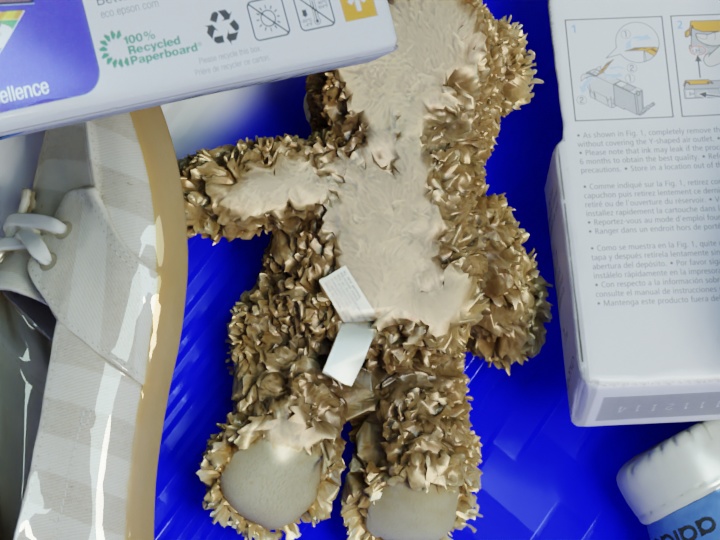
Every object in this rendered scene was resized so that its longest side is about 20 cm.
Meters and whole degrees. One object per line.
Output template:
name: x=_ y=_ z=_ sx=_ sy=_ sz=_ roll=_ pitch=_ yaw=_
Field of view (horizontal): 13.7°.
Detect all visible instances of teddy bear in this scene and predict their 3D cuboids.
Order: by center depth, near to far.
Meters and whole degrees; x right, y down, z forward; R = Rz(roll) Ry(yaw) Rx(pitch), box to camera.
teddy bear: x=0.000 y=0.000 z=1.011 sx=0.145 sy=0.067 sz=0.200 roll=-8 pitch=89 yaw=-15

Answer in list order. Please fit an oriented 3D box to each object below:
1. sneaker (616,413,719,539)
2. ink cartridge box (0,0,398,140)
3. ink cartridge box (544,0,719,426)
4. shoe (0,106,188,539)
sneaker: x=0.198 y=0.074 z=1.064 sx=0.200 sy=0.077 sz=0.111 roll=-27 pitch=85 yaw=-21
ink cartridge box: x=-0.103 y=-0.139 z=0.864 sx=0.198 sy=0.043 sz=0.200 roll=-14 pitch=90 yaw=-26
ink cartridge box: x=0.164 y=-0.039 z=1.040 sx=0.200 sy=0.045 sz=0.176 roll=-2 pitch=67 yaw=-5
shoe: x=-0.094 y=0.028 z=0.952 sx=0.053 sy=0.070 sz=0.200 roll=8 pitch=78 yaw=-30
